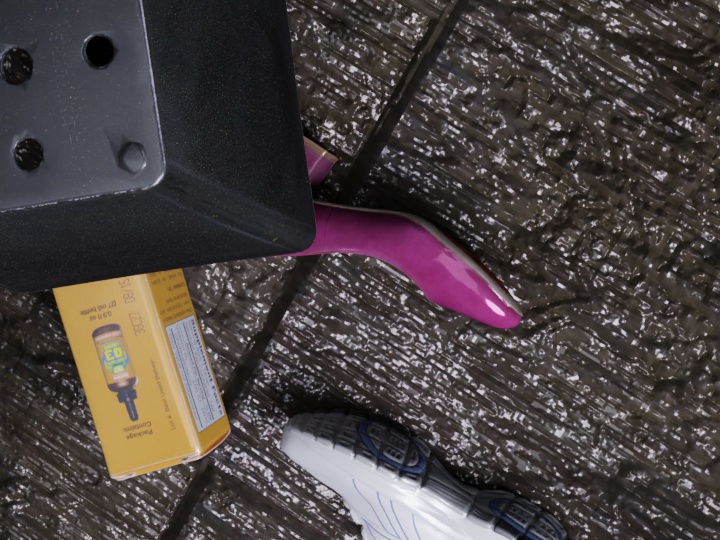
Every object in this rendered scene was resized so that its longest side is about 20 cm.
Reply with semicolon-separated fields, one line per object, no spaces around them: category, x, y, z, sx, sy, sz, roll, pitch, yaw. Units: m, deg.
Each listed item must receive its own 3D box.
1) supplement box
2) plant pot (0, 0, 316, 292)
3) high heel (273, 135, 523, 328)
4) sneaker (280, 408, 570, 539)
supplement box;-0.149;0.026;0.829;0.066;0.069;0.202;-16;91;15
plant pot;-0.148;-0.096;0.697;0.197;0.177;0.202;-8;90;10
high heel;0.000;0.000;0.785;0.199;0.067;0.097;36;95;23
sneaker;0.031;0.157;0.798;0.199;0.074;0.088;32;108;9
